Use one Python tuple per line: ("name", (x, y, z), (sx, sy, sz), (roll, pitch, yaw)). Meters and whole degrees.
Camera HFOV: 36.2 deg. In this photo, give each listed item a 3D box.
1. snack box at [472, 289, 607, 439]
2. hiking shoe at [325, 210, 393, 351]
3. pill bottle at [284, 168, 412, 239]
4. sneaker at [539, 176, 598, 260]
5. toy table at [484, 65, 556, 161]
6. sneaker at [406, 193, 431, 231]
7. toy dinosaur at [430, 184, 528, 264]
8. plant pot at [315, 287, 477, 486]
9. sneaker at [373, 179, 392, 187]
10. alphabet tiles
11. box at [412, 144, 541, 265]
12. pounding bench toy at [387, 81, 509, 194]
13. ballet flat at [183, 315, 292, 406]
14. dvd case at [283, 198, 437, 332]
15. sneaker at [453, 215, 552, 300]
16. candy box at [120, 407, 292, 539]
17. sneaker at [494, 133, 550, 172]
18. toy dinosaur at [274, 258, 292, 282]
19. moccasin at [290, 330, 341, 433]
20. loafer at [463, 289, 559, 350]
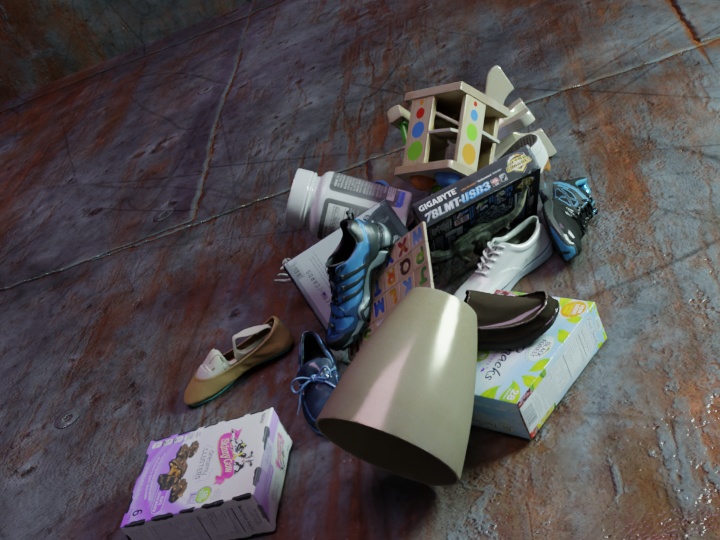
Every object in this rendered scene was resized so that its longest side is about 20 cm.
("snack box", (0.200, 0.117, 1.442), (0.167, 0.068, 0.200), (8, 44, 45))
("hiking shoe", (-0.025, 0.017, 1.630), (0.074, 0.086, 0.203), (16, 88, 57))
("pill bottle", (-0.020, -0.099, 1.829), (0.197, 0.115, 0.114), (15, 37, 2))
("sneaker", (0.320, -0.089, 1.675), (0.081, 0.074, 0.201), (-17, 31, 12))
("toy table", (0.243, -0.245, 1.903), (0.117, 0.184, 0.201), (-35, 23, 12))
("sneaker", (0.137, -0.126, 1.866), (0.200, 0.082, 0.077), (-43, 34, -25))
("toy dinosaur", (0.190, -0.053, 1.677), (0.199, 0.088, 0.048), (-37, 63, 15))
("plant pot", (0.068, 0.131, 1.338), (0.186, 0.187, 0.202), (4, 62, 42))
("sneaker", (-0.001, -0.111, 1.975), (0.198, 0.071, 0.083), (-2, 41, 44))
("alphabet tiles", (0.039, 0.047, 1.607), (0.199, 0.007, 0.169), (-37, 47, 41))
("box", (0.180, -0.094, 1.692), (0.197, 0.200, 0.050), (-28, 72, -1))
("pounding bench toy", (0.119, -0.195, 1.781), (0.198, 0.123, 0.158), (-2, 74, 46))
("ballet flat", (-0.202, 0.136, 1.730), (0.199, 0.064, 0.069), (-32, 29, -10))
("dvd case", (0.000, 0.000, 1.728), (0.199, 0.151, 0.025), (-33, -12, -11))
("sneaker", (0.203, -0.010, 1.640), (0.199, 0.071, 0.073), (-39, 32, -23))
("candy box", (-0.203, 0.286, 1.479), (0.197, 0.072, 0.169), (-17, 30, 16))
("sneaker", (0.233, -0.130, 1.812), (0.199, 0.085, 0.073), (-38, 33, 1))
("toy dinosaur", (-0.032, 0.014, 1.803), (0.198, 0.078, 0.103), (12, 51, 30))
("moccasin", (-0.068, 0.159, 1.583), (0.080, 0.069, 0.200), (-26, 29, -1))
("loafer", (0.158, 0.061, 1.422), (0.197, 0.072, 0.073), (-16, 29, 18))
